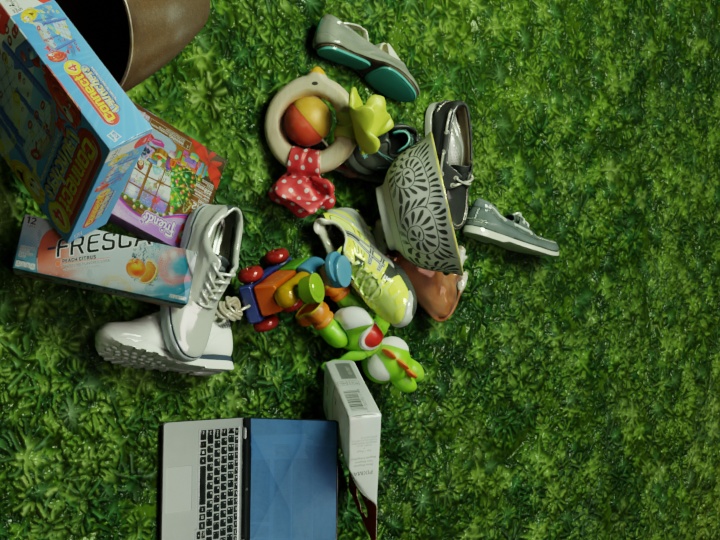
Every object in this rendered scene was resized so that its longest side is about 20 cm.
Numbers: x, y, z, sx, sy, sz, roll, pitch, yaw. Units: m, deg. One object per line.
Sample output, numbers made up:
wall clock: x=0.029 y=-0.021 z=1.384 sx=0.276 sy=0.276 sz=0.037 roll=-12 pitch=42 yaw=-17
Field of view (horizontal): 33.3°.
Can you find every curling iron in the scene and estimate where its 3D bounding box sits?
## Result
curling iron: x=-0.008 y=-0.152 z=1.708 sx=0.199 sy=0.025 sz=0.050 roll=20 pitch=79 yaw=-41

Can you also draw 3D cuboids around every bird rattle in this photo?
bird rattle: x=-0.057 y=-0.175 z=1.604 sx=0.163 sy=0.200 sz=0.113 roll=52 pitch=18 yaw=10

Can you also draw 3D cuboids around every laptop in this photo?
laptop: x=-0.140 y=0.284 z=1.520 sx=0.199 sy=0.116 sz=0.189 roll=3 pitch=87 yaw=-42

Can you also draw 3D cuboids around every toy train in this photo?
toy train: x=-0.099 y=0.032 z=1.533 sx=0.200 sy=0.115 sz=0.085 roll=-39 pitch=116 yaw=-58

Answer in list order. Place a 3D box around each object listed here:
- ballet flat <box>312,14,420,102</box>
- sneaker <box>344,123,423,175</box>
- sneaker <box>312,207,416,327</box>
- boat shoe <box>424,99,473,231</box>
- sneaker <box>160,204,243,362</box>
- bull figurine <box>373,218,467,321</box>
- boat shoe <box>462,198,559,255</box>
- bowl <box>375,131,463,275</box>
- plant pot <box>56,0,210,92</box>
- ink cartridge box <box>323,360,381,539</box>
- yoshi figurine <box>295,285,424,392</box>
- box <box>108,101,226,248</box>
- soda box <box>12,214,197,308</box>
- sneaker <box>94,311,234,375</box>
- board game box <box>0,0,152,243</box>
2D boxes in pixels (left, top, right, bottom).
ballet flat: x=0.016 y=-0.305 z=1.709 sx=0.199 sy=0.067 sz=0.064 roll=23 pitch=67 yaw=-40
sneaker: x=0.059 y=-0.168 z=1.718 sx=0.200 sy=0.079 sz=0.076 roll=-8 pitch=80 yaw=-54
sneaker: x=0.000 y=0.000 z=1.632 sx=0.076 sy=0.076 sz=0.200 roll=-6 pitch=50 yaw=-49
boat shoe: x=0.142 y=-0.158 z=1.823 sx=0.074 sy=0.060 sz=0.201 roll=-2 pitch=91 yaw=-43
sneaker: x=-0.188 y=0.010 z=1.444 sx=0.073 sy=0.071 sz=0.201 roll=23 pitch=67 yaw=-42
bull figurine: x=0.083 y=-0.018 z=1.762 sx=0.200 sy=0.065 sz=0.122 roll=51 pitch=60 yaw=-27
boat shoe: x=0.246 y=-0.065 z=1.910 sx=0.199 sy=0.073 sz=0.062 roll=15 pitch=83 yaw=-36
bowl: x=0.075 y=-0.081 z=1.643 sx=0.201 sy=0.094 sz=0.202 roll=-13 pitch=90 yaw=-86
plant pot: x=-0.271 y=-0.300 z=1.390 sx=0.200 sy=0.186 sz=0.188 roll=-33 pitch=111 yaw=-53
ink cartridge box: x=-0.015 y=0.243 z=1.599 sx=0.057 sy=0.163 sz=0.201 roll=1 pitch=110 yaw=-14
yoshi figurine: x=0.000 y=0.099 z=1.686 sx=0.200 sy=0.112 sz=0.112 roll=43 pitch=20 yaw=-17
box: x=-0.266 y=-0.118 z=1.464 sx=0.200 sy=0.039 sz=0.138 roll=30 pitch=70 yaw=-38
soda box: x=-0.290 y=-0.009 z=1.366 sx=0.199 sy=0.068 sz=0.064 roll=12 pitch=80 yaw=-13
sneaker: x=-0.239 y=0.079 z=1.472 sx=0.199 sy=0.076 sz=0.081 roll=15 pitch=70 yaw=-48
board game box: x=-0.321 y=-0.160 z=1.261 sx=0.056 sy=0.200 sz=0.196 roll=-32 pitch=80 yaw=-36
